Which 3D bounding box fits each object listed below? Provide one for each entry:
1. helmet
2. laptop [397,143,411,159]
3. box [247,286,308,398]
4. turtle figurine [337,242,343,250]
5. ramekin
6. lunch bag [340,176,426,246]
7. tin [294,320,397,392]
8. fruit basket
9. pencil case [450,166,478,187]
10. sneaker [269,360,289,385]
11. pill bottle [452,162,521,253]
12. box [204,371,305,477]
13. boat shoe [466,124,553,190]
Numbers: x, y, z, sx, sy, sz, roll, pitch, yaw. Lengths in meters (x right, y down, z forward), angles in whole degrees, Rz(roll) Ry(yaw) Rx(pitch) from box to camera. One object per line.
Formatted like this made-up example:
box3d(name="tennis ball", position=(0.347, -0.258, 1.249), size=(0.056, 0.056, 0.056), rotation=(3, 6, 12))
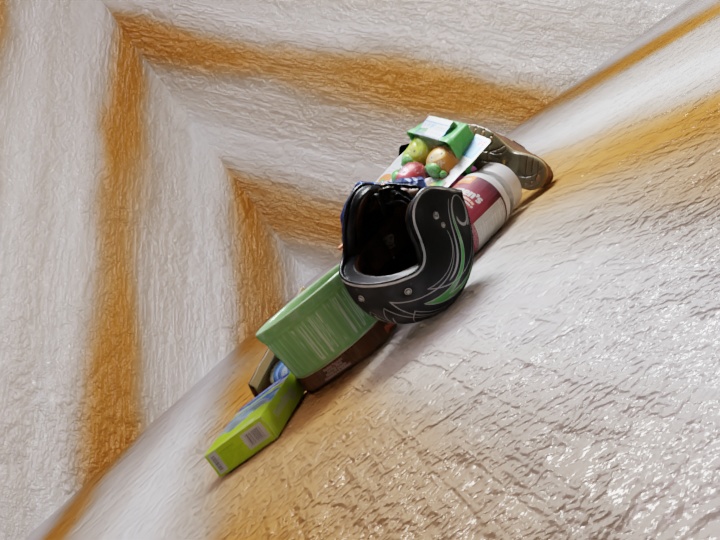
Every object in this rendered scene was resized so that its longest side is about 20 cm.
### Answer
box3d(name="helmet", position=(0.066, -0.023, 1.194), size=(0.196, 0.195, 0.200), rotation=(4, 4, 0))
box3d(name="laptop", position=(0.090, -0.185, 1.744), size=(0.186, 0.118, 0.198), rotation=(-17, 2, -43))
box3d(name="box", position=(-0.142, 0.143, 1.557), size=(0.202, 0.021, 0.164), rotation=(-63, -9, -18))
box3d(name="turtle figurine", position=(0.037, -0.046, 1.822), size=(0.064, 0.162, 0.200), rotation=(-35, 5, 45))
box3d(name="ramekin", position=(-0.058, 0.077, 1.325), size=(0.199, 0.098, 0.200), rotation=(-38, 5, 4))
box3d(name="lunch bag", position=(0.035, -0.065, 1.373), size=(0.130, 0.138, 0.200), rotation=(-7, -17, -15))
box3d(name="tin", position=(-0.024, 0.131, 1.366), size=(0.199, 0.042, 0.112), rotation=(-36, 1, 29))
box3d(name="fruit basket", position=(0.112, -0.189, 1.529), size=(0.200, 0.094, 0.184), rotation=(-42, 35, -14))
box3d(name="pencil case", position=(0.193, -0.159, 1.594), size=(0.200, 0.091, 0.093), rotation=(-49, 14, -32))
box3d(name="sneaker", position=(-0.073, 0.141, 1.501), size=(0.089, 0.079, 0.201), rotation=(-21, 25, 50))
box3d(name="pill bottle", position=(0.189, -0.097, 1.452), size=(0.200, 0.110, 0.109), rotation=(-42, 6, -35))
box3d(name="box", position=(-0.160, 0.236, 1.346), size=(0.121, 0.048, 0.200), rotation=(-37, 6, 17))
box3d(name="boat shoe", position=(0.266, -0.205, 1.553), size=(0.067, 0.199, 0.073), rotation=(-5, -56, -54))
